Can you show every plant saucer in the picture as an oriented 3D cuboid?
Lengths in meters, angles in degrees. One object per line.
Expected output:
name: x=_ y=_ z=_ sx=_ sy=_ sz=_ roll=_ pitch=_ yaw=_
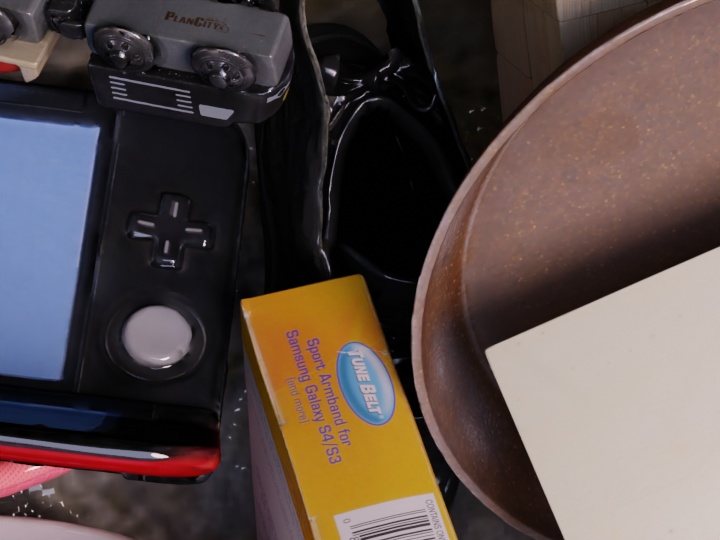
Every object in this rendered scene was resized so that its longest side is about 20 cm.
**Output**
plant saucer: x=0.108 y=-0.003 z=0.754 sx=0.200 sy=0.034 sz=0.200 roll=-7 pitch=128 yaw=-9

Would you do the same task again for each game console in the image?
game console: x=-0.130 y=-0.009 z=0.740 sx=0.200 sy=0.119 sz=0.172 roll=7 pitch=58 yaw=-3

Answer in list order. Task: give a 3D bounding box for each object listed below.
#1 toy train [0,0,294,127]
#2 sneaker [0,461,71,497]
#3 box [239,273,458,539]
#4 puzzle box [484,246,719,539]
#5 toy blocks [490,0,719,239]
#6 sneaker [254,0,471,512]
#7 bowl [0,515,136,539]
toy train: x=-0.113 y=-0.072 z=0.789 sx=0.200 sy=0.046 sz=0.034 roll=12 pitch=58 yaw=13
sneaker: x=-0.150 y=0.039 z=0.817 sx=0.200 sy=0.087 sz=0.074 roll=-14 pitch=104 yaw=-9
box: x=0.001 y=0.108 z=0.816 sx=0.041 sy=0.119 sz=0.200 roll=-14 pitch=144 yaw=-8
puzzle box: x=0.147 y=0.041 z=0.705 sx=0.200 sy=0.025 sz=0.133 roll=-23 pitch=82 yaw=5
toy blocks: x=0.117 y=-0.053 z=0.788 sx=0.200 sy=0.100 sz=0.137 roll=-15 pitch=117 yaw=-14
sneaker: x=0.003 y=0.000 z=0.833 sx=0.060 sy=0.104 sz=0.200 roll=-11 pitch=105 yaw=-11
bowl: x=-0.099 y=0.124 z=0.789 sx=0.201 sy=0.201 sz=0.090 roll=4 pitch=101 yaw=-13
